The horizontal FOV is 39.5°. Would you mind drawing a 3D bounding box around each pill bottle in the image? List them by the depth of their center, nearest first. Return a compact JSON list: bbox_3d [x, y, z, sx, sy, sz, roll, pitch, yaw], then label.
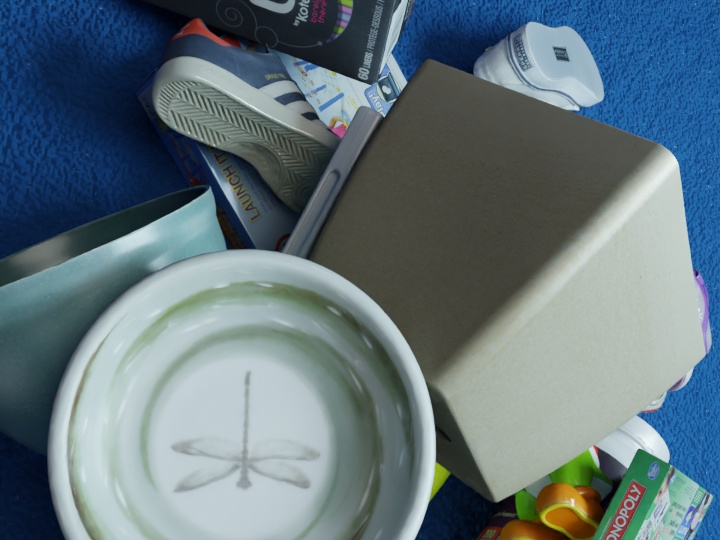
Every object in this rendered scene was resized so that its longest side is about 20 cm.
[{"bbox_3d":[0.179,0.214,0.851,0.113,0.112,0.200,50,63,-14],"label":"pill bottle"}]

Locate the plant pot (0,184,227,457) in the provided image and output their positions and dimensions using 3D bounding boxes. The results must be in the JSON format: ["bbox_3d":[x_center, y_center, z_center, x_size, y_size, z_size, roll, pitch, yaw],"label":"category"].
[{"bbox_3d":[-0.164,0.045,0.642,0.199,0.199,0.136,-28,105,-29],"label":"plant pot"}]

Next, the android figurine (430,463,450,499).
[{"bbox_3d":[0.031,0.110,0.789,0.200,0.041,0.184,-45,133,-33],"label":"android figurine"}]

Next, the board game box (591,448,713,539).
[{"bbox_3d":[0.218,0.218,0.778,0.136,0.029,0.200,-61,148,-3],"label":"board game box"}]

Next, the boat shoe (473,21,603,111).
[{"bbox_3d":[0.157,-0.173,0.918,0.201,0.085,0.076,-14,84,-59],"label":"boat shoe"}]

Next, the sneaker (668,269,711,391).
[{"bbox_3d":[0.293,0.009,0.970,0.088,0.080,0.203,-16,96,-36],"label":"sneaker"}]

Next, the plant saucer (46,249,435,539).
[{"bbox_3d":[-0.061,0.092,0.530,0.197,0.050,0.203,2,75,-9],"label":"plant saucer"}]

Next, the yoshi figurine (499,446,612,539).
[{"bbox_3d":[0.136,0.121,0.800,0.202,0.111,0.113,-82,157,-45],"label":"yoshi figurine"}]

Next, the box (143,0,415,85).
[{"bbox_3d":[-0.055,-0.239,0.721,0.197,0.123,0.107,21,49,5],"label":"box"}]

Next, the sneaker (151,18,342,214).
[{"bbox_3d":[-0.057,-0.111,0.728,0.199,0.075,0.085,34,40,-34],"label":"sneaker"}]

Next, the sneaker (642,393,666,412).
[{"bbox_3d":[0.218,0.026,0.861,0.077,0.082,0.203,-20,90,-25],"label":"sneaker"}]

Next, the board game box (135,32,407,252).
[{"bbox_3d":[-0.044,-0.104,0.803,0.195,0.056,0.202,-34,100,-28],"label":"board game box"}]

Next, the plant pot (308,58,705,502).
[{"bbox_3d":[0.078,0.021,0.643,0.177,0.199,0.201,-46,138,-16],"label":"plant pot"}]

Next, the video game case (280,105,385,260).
[{"bbox_3d":[0.000,0.000,0.737,0.184,0.022,0.200,-62,153,-3],"label":"video game case"}]
